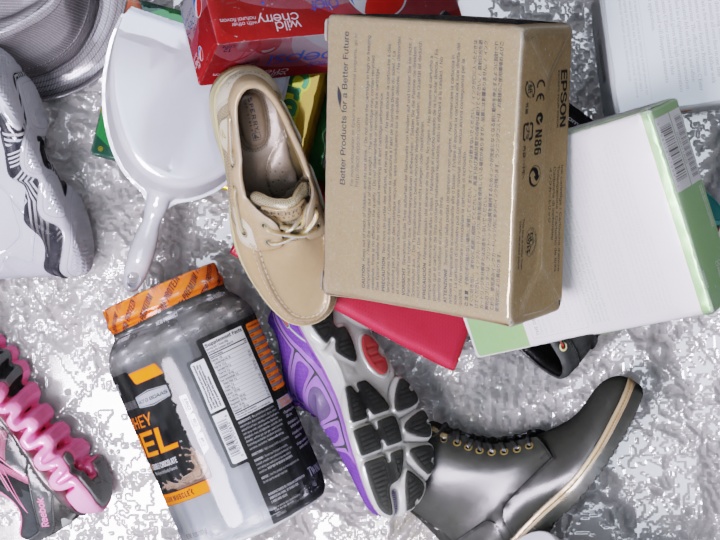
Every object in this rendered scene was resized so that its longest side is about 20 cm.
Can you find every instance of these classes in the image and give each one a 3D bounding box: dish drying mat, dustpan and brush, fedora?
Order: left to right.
[{"bbox_3d":[-0.283,-0.221,1.264,0.198,0.090,0.179,8,94,5],"label":"fedora"},{"bbox_3d":[-0.146,-0.081,1.232,0.138,0.057,0.202,17,86,-9],"label":"dustpan and brush"},{"bbox_3d":[0.000,0.000,1.250,0.199,0.018,0.077,28,68,-16],"label":"dish drying mat"}]

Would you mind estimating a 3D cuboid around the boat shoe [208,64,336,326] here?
[{"bbox_3d":[-0.062,-0.046,1.171,0.071,0.065,0.202,-21,109,-8],"label":"boat shoe"}]

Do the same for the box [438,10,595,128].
[{"bbox_3d":[0.106,-0.084,1.223,0.199,0.036,0.143,38,139,4],"label":"box"}]

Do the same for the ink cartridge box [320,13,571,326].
[{"bbox_3d":[0.058,-0.075,1.127,0.164,0.075,0.202,11,105,36],"label":"ink cartridge box"}]

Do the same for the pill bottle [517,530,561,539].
[{"bbox_3d":[0.187,0.287,1.211,0.199,0.116,0.116,38,96,-17],"label":"pill bottle"}]

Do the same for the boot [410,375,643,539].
[{"bbox_3d":[0.113,0.136,1.260,0.138,0.077,0.201,37,95,7],"label":"boot"}]

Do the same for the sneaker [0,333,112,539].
[{"bbox_3d":[-0.291,0.132,1.300,0.095,0.079,0.201,-38,88,17],"label":"sneaker"}]

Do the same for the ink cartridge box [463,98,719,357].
[{"bbox_3d":[0.151,-0.026,1.154,0.199,0.048,0.147,-14,99,40],"label":"ink cartridge box"}]

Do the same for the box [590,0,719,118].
[{"bbox_3d":[0.277,-0.171,1.199,0.198,0.124,0.099,-8,92,5],"label":"box"}]

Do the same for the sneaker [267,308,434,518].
[{"bbox_3d":[-0.011,0.101,1.262,0.083,0.080,0.201,-41,67,45],"label":"sneaker"}]

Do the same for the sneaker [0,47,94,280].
[{"bbox_3d":[-0.291,-0.072,1.258,0.114,0.075,0.201,-15,119,9],"label":"sneaker"}]

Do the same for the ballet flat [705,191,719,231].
[{"bbox_3d":[0.184,-0.075,1.252,0.199,0.072,0.072,35,96,5],"label":"ballet flat"}]

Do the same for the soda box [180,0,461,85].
[{"bbox_3d":[-0.029,-0.190,1.207,0.198,0.063,0.071,-8,71,-22],"label":"soda box"}]

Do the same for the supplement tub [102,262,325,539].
[{"bbox_3d":[-0.117,0.104,1.252,0.122,0.123,0.202,-23,90,6],"label":"supplement tub"}]

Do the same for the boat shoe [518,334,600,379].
[{"bbox_3d":[0.094,0.002,1.233,0.201,0.074,0.063,38,70,6],"label":"boat shoe"}]

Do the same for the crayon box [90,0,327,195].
[{"bbox_3d":[-0.100,-0.127,1.274,0.198,0.051,0.128,14,94,4],"label":"crayon box"}]
